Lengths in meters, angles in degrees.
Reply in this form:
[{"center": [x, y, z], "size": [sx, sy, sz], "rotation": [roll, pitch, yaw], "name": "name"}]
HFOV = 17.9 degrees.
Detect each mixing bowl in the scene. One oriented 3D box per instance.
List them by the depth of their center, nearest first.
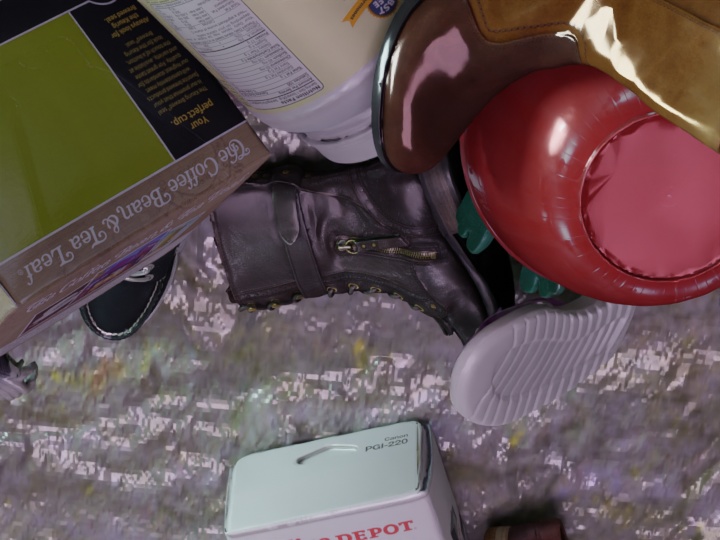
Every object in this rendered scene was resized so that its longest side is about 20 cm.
[{"center": [0.157, -0.058, 1.229], "size": [0.200, 0.108, 0.200], "rotation": [-2, 113, -4], "name": "mixing bowl"}]

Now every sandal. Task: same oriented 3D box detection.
[{"center": [0.102, 0.046, 1.411], "size": [0.050, 0.203, 0.083], "rotation": [31, 111, 27], "name": "sandal"}]

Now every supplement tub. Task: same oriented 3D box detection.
[{"center": [-0.040, -0.167, 1.244], "size": [0.145, 0.145, 0.200], "rotation": [-33, 123, 21], "name": "supplement tub"}]

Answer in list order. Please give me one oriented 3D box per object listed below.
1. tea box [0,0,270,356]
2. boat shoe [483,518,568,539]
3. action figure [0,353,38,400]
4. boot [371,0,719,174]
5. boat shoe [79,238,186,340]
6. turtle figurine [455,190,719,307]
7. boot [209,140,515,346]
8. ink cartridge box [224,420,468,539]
[{"center": [-0.197, -0.073, 1.257], "size": [0.197, 0.200, 0.134], "rotation": [54, 139, 3], "name": "tea box"}, {"center": [0.155, 0.253, 1.609], "size": [0.072, 0.072, 0.200], "rotation": [-21, 114, 16], "name": "boat shoe"}, {"center": [-0.216, 0.015, 1.385], "size": [0.102, 0.200, 0.119], "rotation": [34, 118, -21], "name": "action figure"}, {"center": [0.115, -0.101, 1.150], "size": [0.188, 0.200, 0.068], "rotation": [-56, 142, -1], "name": "boot"}, {"center": [-0.145, -0.031, 1.436], "size": [0.075, 0.060, 0.200], "rotation": [9, 123, -4], "name": "boat shoe"}, {"center": [0.166, -0.028, 1.401], "size": [0.200, 0.150, 0.101], "rotation": [-4, 101, -36], "name": "turtle figurine"}, {"center": [0.000, 0.000, 1.459], "size": [0.174, 0.069, 0.200], "rotation": [-12, 118, 16], "name": "boot"}, {"center": [0.004, 0.215, 1.579], "size": [0.145, 0.085, 0.200], "rotation": [-13, 120, 10], "name": "ink cartridge box"}]
